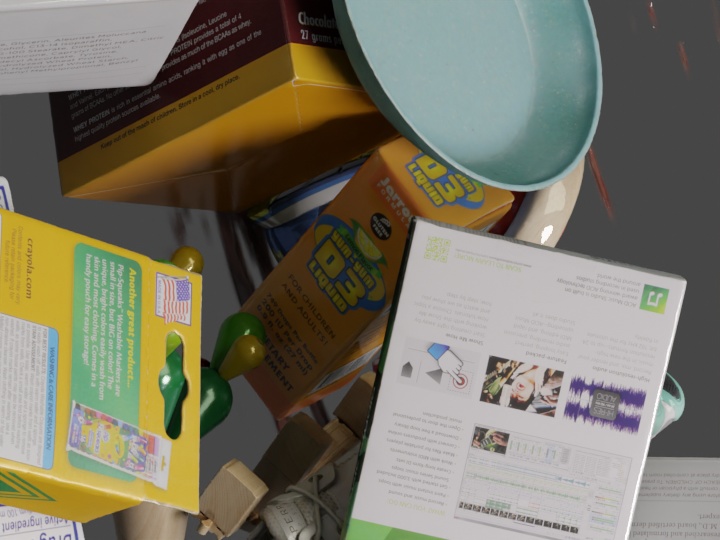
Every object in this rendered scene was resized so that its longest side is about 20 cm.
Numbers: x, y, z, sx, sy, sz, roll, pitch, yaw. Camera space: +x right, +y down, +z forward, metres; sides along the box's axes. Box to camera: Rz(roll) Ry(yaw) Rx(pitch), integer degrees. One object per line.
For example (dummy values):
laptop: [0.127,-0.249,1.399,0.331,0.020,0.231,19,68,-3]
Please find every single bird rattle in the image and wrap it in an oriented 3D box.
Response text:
bird rattle: [0.074,-0.024,1.582,0.112,0.163,0.200,32,42,-11]

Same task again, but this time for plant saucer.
plant saucer: [0.048,-0.131,1.381,0.199,0.036,0.201,23,56,-39]

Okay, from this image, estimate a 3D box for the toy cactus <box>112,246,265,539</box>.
toy cactus: [-0.120,0.076,1.389,0.200,0.102,0.166,-20,113,-67]

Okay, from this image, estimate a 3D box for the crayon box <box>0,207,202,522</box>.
crayon box: [-0.165,0.041,1.224,0.199,0.051,0.126,19,61,-40]

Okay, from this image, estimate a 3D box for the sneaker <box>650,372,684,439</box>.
sneaker: [0.094,0.127,1.561,0.199,0.140,0.078,-12,43,-20]

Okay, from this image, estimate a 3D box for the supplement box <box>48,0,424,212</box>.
supplement box: [-0.068,-0.160,1.448,0.132,0.197,0.201,4,70,-45]

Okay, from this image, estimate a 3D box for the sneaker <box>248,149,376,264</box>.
sneaker: [0.038,-0.039,1.527,0.074,0.199,0.083,-56,125,-67]

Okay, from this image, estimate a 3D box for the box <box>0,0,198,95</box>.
box: [-0.198,-0.200,1.327,0.199,0.131,0.200,-5,77,-17]

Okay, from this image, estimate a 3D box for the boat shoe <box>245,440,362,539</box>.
boat shoe: [-0.022,0.144,1.386,0.069,0.200,0.071,32,13,-43]

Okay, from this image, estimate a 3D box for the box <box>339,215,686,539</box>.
box: [0.074,0.085,1.341,0.143,0.036,0.201,13,92,-1]

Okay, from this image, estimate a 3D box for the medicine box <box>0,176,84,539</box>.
medicine box: [-0.246,0.065,1.246,0.182,0.103,0.201,-4,78,-47]

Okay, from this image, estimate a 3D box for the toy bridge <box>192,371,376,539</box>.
toy bridge: [-0.043,0.111,1.457,0.027,0.067,0.200,41,26,10]

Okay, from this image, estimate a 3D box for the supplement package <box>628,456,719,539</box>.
supplement package: [0.172,0.211,1.400,0.117,0.117,0.201,43,50,-59]

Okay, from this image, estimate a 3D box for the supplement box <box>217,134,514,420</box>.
supplement box: [0.000,0.000,1.445,0.069,0.200,0.067,-26,74,-44]
